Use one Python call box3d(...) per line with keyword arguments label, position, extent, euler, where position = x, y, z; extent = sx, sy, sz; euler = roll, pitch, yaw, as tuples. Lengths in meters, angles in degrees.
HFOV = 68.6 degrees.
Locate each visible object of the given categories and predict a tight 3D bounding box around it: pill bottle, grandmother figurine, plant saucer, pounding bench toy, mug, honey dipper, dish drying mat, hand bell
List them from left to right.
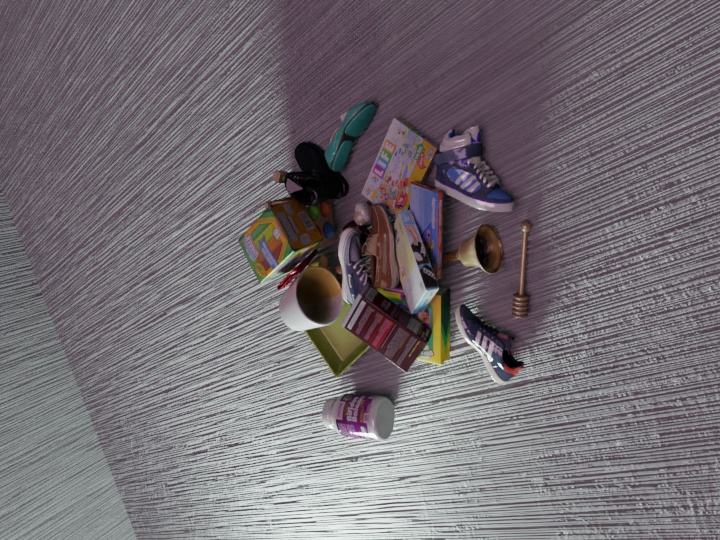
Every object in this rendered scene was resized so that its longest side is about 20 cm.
box3d(label="dish drying mat", position=(-0.160, -0.003, 1.376), extent=(0.018, 0.200, 0.077), euler=(43, 109, -3))
box3d(label="pounding bench toy", position=(-0.156, -0.167, 1.395), extent=(0.151, 0.123, 0.209), euler=(1, 104, 35))
box3d(label="mug", position=(-0.131, 0.077, 1.396), extent=(0.151, 0.186, 0.152), euler=(53, 140, -5))
box3d(label="plant saucer", position=(-0.059, 0.159, 1.466), extent=(0.202, 0.047, 0.200), euler=(53, 126, 12))
box3d(label="pill bottle", position=(-0.010, 0.401, 1.459), extent=(0.194, 0.111, 0.117), euler=(-6, 100, 36))
box3d(label="grandmother figurine", position=(-0.009, -0.076, 1.359), extent=(0.118, 0.060, 0.206), euler=(24, 119, 18))
box3d(label="hand bell", position=(0.217, -0.032, 1.207), extent=(0.197, 0.102, 0.108), euler=(-14, 96, 50))
box3d(label="honey dipper", position=(0.347, -0.002, 1.137), extent=(0.037, 0.038, 0.209), euler=(7, 104, 33))

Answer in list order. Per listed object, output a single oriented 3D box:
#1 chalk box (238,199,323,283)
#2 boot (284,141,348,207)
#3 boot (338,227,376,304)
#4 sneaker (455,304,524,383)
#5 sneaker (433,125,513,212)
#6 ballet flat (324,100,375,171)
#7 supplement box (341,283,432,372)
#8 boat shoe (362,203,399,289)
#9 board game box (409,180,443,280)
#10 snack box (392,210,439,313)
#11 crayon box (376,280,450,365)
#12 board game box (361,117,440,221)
box3d(label="chalk box", position=(-0.210, -0.062, 1.309), extent=(0.199, 0.123, 0.127), euler=(-38, 81, 36))
box3d(label="boot", position=(-0.136, -0.247, 1.331), extent=(0.201, 0.166, 0.077), euler=(47, 122, 14))
box3d(label="boot", position=(0.000, 0.000, 1.304), extent=(0.089, 0.072, 0.207), euler=(23, 129, 37))
box3d(label="sneaker", position=(0.296, 0.152, 1.196), extent=(0.084, 0.075, 0.202), euler=(-36, 91, 38))
box3d(label="sneaker", position=(0.247, -0.222, 1.116), extent=(0.196, 0.079, 0.152), euler=(28, 122, 33))
box3d(label="ballet flat", position=(-0.036, -0.343, 1.299), extent=(0.071, 0.066, 0.202), euler=(52, 125, 28))
box3d(label="supplement box", position=(0.062, 0.137, 1.262), extent=(0.197, 0.061, 0.110), euler=(36, 123, 4))
box3d(label="boat shoe", position=(0.042, -0.056, 1.265), extent=(0.076, 0.069, 0.209), euler=(159, 101, -76))
box3d(label="board game box", position=(0.150, -0.091, 1.210), extent=(0.102, 0.019, 0.208), euler=(33, 132, 52))
box3d(label="snack box", position=(0.118, -0.019, 1.221), extent=(0.117, 0.036, 0.206), euler=(114, 144, -59))
box3d(label="crayon box", position=(0.126, 0.124, 1.317), extent=(0.194, 0.058, 0.180), euler=(9, 109, 34))
box3d(label="board game box", position=(0.094, -0.234, 1.252), extent=(0.133, 0.034, 0.204), euler=(39, 122, 21))
